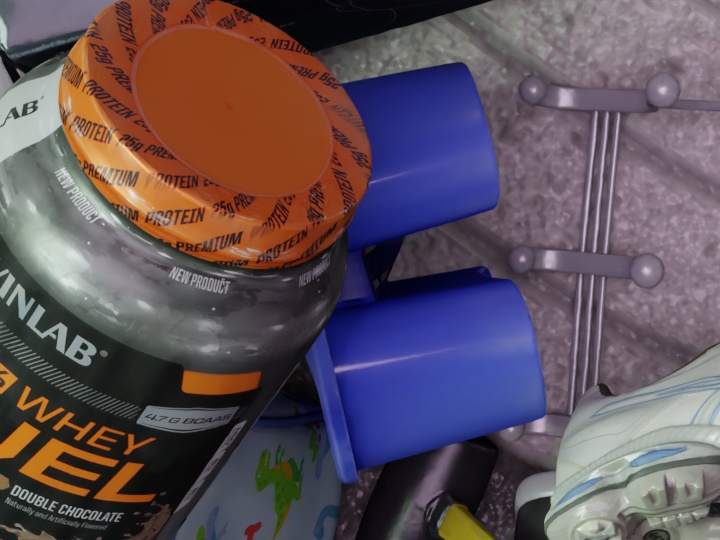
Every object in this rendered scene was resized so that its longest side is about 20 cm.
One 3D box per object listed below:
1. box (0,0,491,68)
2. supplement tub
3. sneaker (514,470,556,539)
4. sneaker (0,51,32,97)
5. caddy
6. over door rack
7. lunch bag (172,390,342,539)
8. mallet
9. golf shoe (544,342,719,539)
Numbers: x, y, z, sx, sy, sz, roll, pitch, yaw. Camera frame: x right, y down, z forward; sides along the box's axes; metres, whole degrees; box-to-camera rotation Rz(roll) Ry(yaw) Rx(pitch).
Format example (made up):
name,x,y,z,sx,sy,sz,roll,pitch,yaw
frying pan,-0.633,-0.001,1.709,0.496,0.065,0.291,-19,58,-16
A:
name,x,y,z,sx,sy,sz,roll,pitch,yaw
box,-0.022,-0.145,0.929,0.200,0.197,0.124,-16,89,7
supplement tub,-0.084,0.015,0.859,0.122,0.123,0.200,39,128,6
sneaker,0.149,0.140,1.030,0.200,0.071,0.099,6,61,14
sneaker,-0.126,-0.076,1.003,0.073,0.112,0.200,-20,116,47
caddy,0.000,0.000,0.979,0.105,0.200,0.142,-12,92,-1
over door rack,0.144,0.002,1.021,0.200,0.067,0.148,6,93,29
lunch bag,-0.082,0.134,1.032,0.082,0.161,0.200,17,96,21
mallet,0.053,0.123,1.013,0.041,0.200,0.066,21,106,-29
golf shoe,0.158,0.045,0.943,0.200,0.097,0.078,-16,129,14
